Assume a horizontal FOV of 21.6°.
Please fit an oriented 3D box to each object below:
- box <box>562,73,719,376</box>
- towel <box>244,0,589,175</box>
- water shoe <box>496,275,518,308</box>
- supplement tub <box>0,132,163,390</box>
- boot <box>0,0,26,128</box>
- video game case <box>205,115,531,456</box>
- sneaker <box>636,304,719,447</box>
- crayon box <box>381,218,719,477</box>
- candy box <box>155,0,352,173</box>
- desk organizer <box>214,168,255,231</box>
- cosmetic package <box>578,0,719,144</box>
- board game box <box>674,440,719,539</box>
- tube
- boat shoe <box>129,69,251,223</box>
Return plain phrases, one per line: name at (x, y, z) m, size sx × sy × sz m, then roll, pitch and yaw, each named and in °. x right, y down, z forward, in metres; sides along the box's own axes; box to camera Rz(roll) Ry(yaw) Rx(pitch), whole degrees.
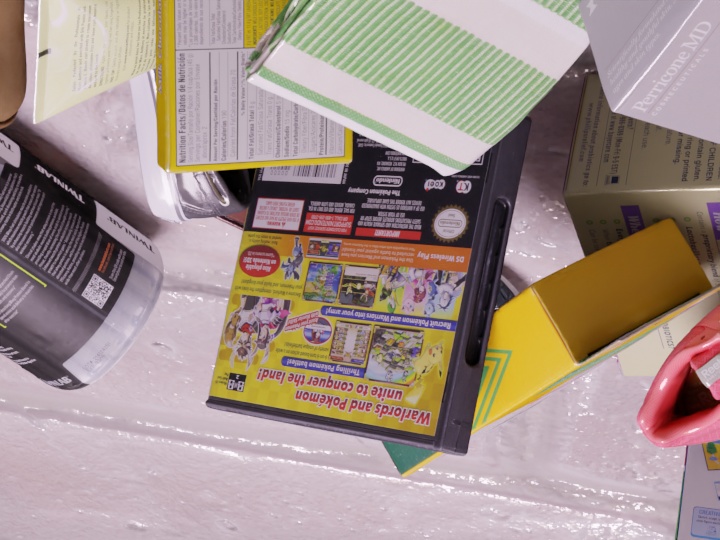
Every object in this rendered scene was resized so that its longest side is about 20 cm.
box at (0.237, -0.027, 1.096) m, size 0.199 × 0.097 × 0.176 m, roll -1°, pitch 141°, yaw 22°
towel at (0.055, -0.142, 0.904) m, size 0.152 × 0.023 × 0.200 m, roll 23°, pitch 118°, yaw -33°
water shoe at (0.016, 0.013, 1.269) m, size 0.199 × 0.072 × 0.079 m, roll 18°, pitch 171°, yaw -7°
supplement tub at (-0.240, -0.018, 1.254) m, size 0.200 × 0.123 × 0.122 m, roll 38°, pitch 138°, yaw -28°
boot at (-0.161, -0.179, 1.002) m, size 0.200 × 0.066 × 0.176 m, roll -13°, pitch 95°, yaw 35°
video game case at (0.000, 0.000, 1.045) m, size 0.025 × 0.181 × 0.200 m, roll 17°, pitch 172°, yaw -42°
sneaker at (0.220, 0.038, 1.000) m, size 0.074 × 0.087 × 0.200 m, roll 52°, pitch 133°, yaw 17°
crayon box at (0.106, 0.038, 1.041) m, size 0.200 × 0.126 × 0.052 m, roll -38°, pitch 79°, yaw 48°
candy box at (-0.052, -0.151, 0.947) m, size 0.102 × 0.026 × 0.201 m, roll -3°, pitch 104°, yaw -19°
desk organizer at (-0.021, -0.056, 1.171) m, size 0.200 × 0.072 × 0.077 m, roll 25°, pitch 140°, yaw -14°
cosmetic package at (0.217, -0.112, 0.898) m, size 0.199 × 0.090 × 0.107 m, roll 10°, pitch 135°, yaw -24°
board game box at (0.281, 0.126, 1.195) m, size 0.153 × 0.200 × 0.040 m, roll 7°, pitch 144°, yaw 11°
tube at (-0.094, -0.142, 0.983) m, size 0.052 × 0.200 × 0.058 m, roll -15°, pitch 102°, yaw 48°
boat shoe at (-0.096, -0.121, 1.070) m, size 0.066 × 0.070 × 0.201 m, roll 1°, pitch 111°, yaw 15°
